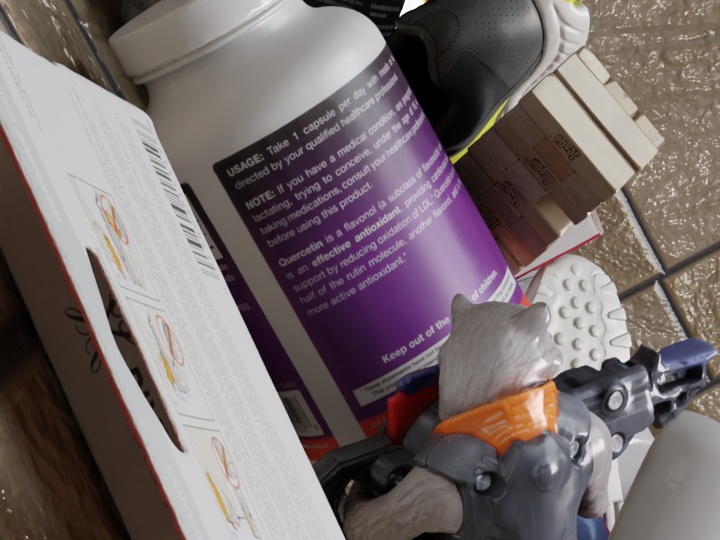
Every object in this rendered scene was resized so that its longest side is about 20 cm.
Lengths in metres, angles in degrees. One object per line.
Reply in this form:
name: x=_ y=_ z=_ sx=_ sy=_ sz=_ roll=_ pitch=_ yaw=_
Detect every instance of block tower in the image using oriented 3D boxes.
block tower: x=0.051 y=-0.020 z=0.879 sx=0.058 sy=0.200 sz=0.054 roll=50 pitch=52 yaw=0

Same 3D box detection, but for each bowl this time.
bowl: x=0.175 y=0.191 z=1.019 sx=0.074 sy=0.201 sz=0.200 roll=14 pitch=-23 yaw=32

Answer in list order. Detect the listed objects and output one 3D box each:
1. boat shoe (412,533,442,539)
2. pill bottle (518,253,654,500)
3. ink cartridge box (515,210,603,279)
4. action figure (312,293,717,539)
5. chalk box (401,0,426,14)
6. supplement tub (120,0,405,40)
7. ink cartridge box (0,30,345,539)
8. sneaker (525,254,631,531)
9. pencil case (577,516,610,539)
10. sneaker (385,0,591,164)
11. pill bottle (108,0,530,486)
boat shoe: x=0.067 y=0.180 z=0.875 sx=0.204 sy=0.074 sz=0.075 roll=63 pitch=32 yaw=-6
pill bottle: x=0.112 y=0.057 z=1.324 sx=0.201 sy=0.108 sz=0.109 roll=63 pitch=7 yaw=32
ink cartridge box: x=0.031 y=-0.084 z=1.187 sx=0.201 sy=0.144 sz=0.084 roll=66 pitch=8 yaw=25
action figure: x=0.079 y=0.095 z=0.745 sx=0.104 sy=0.199 sz=0.195 roll=13 pitch=-55 yaw=60
chalk box: x=-0.006 y=-0.180 z=1.096 sx=0.199 sy=0.125 sz=0.124 roll=26 pitch=-19 yaw=46
supplement tub: x=-0.021 y=-0.180 z=0.907 sx=0.122 sy=0.202 sz=0.123 roll=20 pitch=14 yaw=-5
ink cartridge box: x=-0.062 y=0.036 z=0.577 sx=0.201 sy=0.043 sz=0.174 roll=64 pitch=9 yaw=11
sneaker: x=0.112 y=0.091 z=1.203 sx=0.080 sy=0.076 sz=0.202 roll=179 pitch=-88 yaw=-73
pencil case: x=0.087 y=0.121 z=1.096 sx=0.201 sy=0.088 sz=0.088 roll=68 pitch=10 yaw=28
sneaker: x=0.036 y=-0.081 z=0.926 sx=0.075 sy=0.084 sz=0.200 roll=58 pitch=-22 yaw=19
pill bottle: x=-0.016 y=-0.023 z=0.808 sx=0.201 sy=0.112 sz=0.113 roll=61 pitch=8 yaw=-14
